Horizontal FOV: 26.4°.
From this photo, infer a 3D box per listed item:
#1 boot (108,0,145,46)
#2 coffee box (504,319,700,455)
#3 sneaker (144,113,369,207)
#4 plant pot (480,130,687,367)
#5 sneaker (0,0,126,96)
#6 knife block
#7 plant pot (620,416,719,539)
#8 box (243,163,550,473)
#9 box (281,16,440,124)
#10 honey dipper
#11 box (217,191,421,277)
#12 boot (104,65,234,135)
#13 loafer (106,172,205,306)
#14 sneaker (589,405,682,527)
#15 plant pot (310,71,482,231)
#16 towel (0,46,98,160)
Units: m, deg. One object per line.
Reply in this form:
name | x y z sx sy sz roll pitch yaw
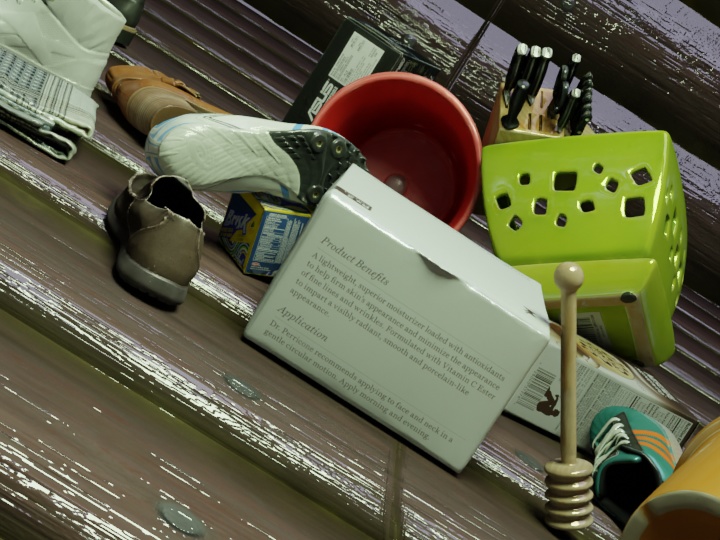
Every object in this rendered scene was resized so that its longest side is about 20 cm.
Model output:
boot | -0.337 -0.397 1.984 0.200 0.139 0.077 35 12 20
coffee box | 0.210 0.114 1.465 0.199 0.080 0.113 27 12 -27
sneaker | -0.086 -0.097 1.293 0.199 0.072 0.072 6 16 -27
plant pot | 0.228 -0.008 1.562 0.198 0.182 0.200 -3 -35 17
sneaker | -0.330 -0.262 1.499 0.199 0.116 0.074 27 14 -19
knife block | 0.159 -0.149 1.584 0.175 0.199 0.064 39 45 -39
plant pot | 0.280 0.199 1.080 0.200 0.201 0.183 39 29 30
box | 0.033 0.030 1.212 0.198 0.131 0.200 33 11 -1
box | -0.009 -0.189 1.837 0.086 0.201 0.164 36 12 16
honey dipper | 0.156 0.092 1.138 0.038 0.201 0.038 -1 11 0
box | -0.021 -0.028 1.369 0.199 0.065 0.070 9 23 -32
boot | -0.169 -0.149 1.604 0.199 0.077 0.155 16 15 -34
loafer | -0.143 -0.037 1.163 0.073 0.071 0.200 28 12 -21
sneaker | 0.233 0.168 1.319 0.080 0.072 0.200 31 14 -24
plant pot | 0.038 -0.102 1.678 0.200 0.201 0.177 34 0 5
towel | -0.320 -0.172 1.346 0.192 0.035 0.200 30 12 -13
